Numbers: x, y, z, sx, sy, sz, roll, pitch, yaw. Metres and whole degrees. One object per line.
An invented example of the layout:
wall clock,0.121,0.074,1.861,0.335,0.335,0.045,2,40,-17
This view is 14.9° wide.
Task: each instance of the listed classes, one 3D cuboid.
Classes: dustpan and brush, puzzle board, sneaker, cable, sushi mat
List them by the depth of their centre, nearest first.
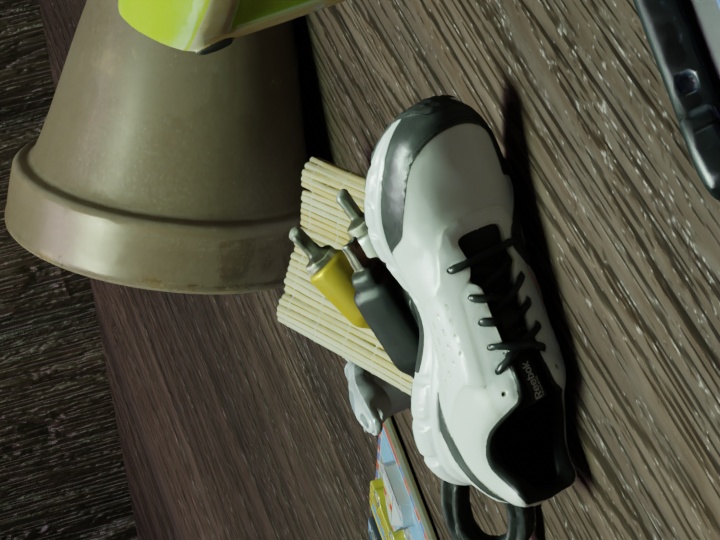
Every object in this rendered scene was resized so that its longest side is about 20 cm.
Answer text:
sneaker,0.058,0.016,1.227,0.080,0.074,0.201,32,141,55
cable,0.048,0.046,1.350,0.200,0.097,0.050,59,-154,-15
sushi mat,0.000,0.000,1.460,0.200,0.012,0.096,-154,72,-66
dustpan and brush,0.003,0.043,1.534,0.200,0.057,0.140,-130,28,-65
puzzle board,0.040,0.209,1.692,0.151,0.017,0.201,91,161,-56

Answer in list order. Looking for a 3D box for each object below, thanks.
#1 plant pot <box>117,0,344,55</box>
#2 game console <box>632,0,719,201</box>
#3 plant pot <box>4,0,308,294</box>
plant pot,-0.029,-0.198,1.029,0.200,0.198,0.182,134,115,-77
game console,0.125,-0.125,0.777,0.171,0.118,0.201,23,-133,-63
plant pot,-0.109,-0.098,1.669,0.200,0.199,0.175,-126,41,-63
